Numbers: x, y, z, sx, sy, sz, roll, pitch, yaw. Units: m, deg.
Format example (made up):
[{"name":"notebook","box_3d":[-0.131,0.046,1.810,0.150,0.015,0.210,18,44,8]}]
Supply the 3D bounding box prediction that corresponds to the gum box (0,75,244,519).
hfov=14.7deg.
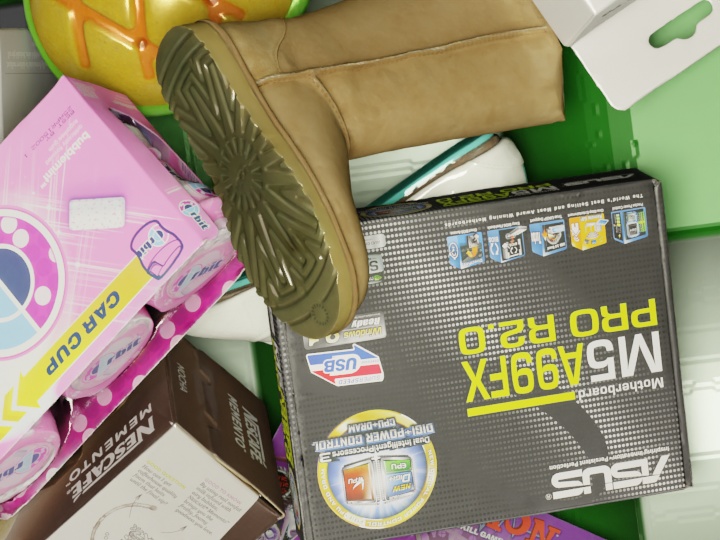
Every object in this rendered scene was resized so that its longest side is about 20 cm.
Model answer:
[{"name":"gum box","box_3d":[-0.153,0.011,1.354,0.200,0.066,0.114,-46,70,13]}]

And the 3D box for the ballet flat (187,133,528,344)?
[{"name":"ballet flat","box_3d":[0.000,0.000,1.423,0.200,0.069,0.070,-28,88,7]}]

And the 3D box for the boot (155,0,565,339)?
[{"name":"boot","box_3d":[0.022,-0.067,1.335,0.066,0.200,0.176,-45,65,50]}]

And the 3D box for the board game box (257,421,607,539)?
[{"name":"board game box","box_3d":[0.030,0.156,1.410,0.199,0.032,0.120,23,54,8]}]

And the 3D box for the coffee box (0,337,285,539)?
[{"name":"coffee box","box_3d":[-0.139,0.135,1.413,0.200,0.113,0.080,-42,114,14]}]

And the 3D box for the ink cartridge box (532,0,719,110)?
[{"name":"ink cartridge box","box_3d":[0.119,-0.193,1.366,0.116,0.068,0.200,-34,87,-12]}]

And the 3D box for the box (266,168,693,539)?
[{"name":"box","box_3d":[0.057,0.043,1.383,0.199,0.044,0.161,-8,100,-8]}]

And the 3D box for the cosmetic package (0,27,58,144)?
[{"name":"cosmetic package","box_3d":[-0.262,-0.082,1.441,0.199,0.107,0.091,-4,94,9]}]

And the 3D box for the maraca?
[{"name":"maraca","box_3d":[-0.078,-0.160,1.401,0.200,0.107,0.137,-31,86,10]}]
